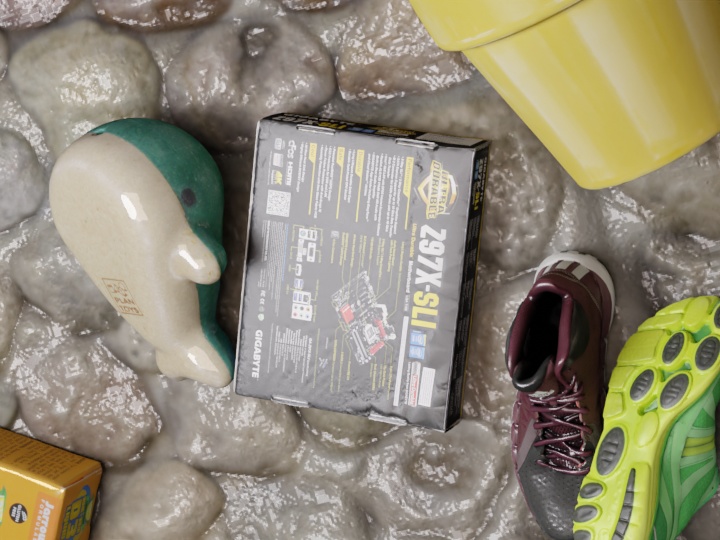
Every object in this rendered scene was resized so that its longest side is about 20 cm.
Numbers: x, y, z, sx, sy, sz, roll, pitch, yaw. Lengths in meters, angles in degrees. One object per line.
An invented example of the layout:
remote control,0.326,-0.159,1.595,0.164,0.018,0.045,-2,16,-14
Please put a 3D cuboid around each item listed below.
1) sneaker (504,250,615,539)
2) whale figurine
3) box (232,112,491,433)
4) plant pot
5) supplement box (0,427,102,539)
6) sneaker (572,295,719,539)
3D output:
sneaker,0.123,0.092,1.617,0.076,0.115,0.200,1,98,20
whale figurine,-0.134,-0.016,1.713,0.159,0.104,0.200,3,123,51
box,0.000,0.000,1.684,0.159,0.049,0.200,8,101,16
plant pot,0.150,-0.164,1.537,0.201,0.201,0.189,-26,104,21
supplement box,-0.296,0.149,1.805,0.200,0.069,0.067,17,106,15
sneaker,0.202,0.110,1.619,0.074,0.084,0.200,22,88,37
